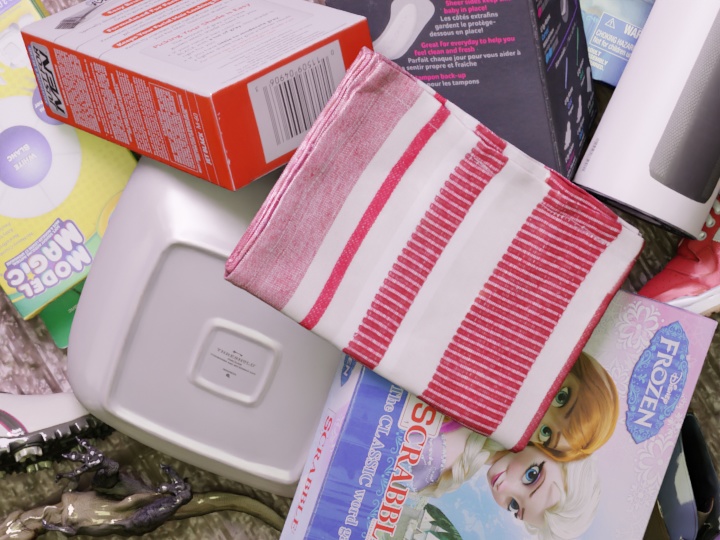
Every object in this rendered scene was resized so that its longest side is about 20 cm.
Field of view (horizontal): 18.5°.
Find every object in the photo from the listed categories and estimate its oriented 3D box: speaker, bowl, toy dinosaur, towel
[{"bbox_3d":[0.198,-0.124,1.269,0.081,0.081,0.200,25,91,1],"label":"speaker"},{"bbox_3d":[-0.066,0.038,1.283,0.200,0.075,0.200,23,117,-5],"label":"bowl"},{"bbox_3d":[-0.136,0.141,1.346,0.200,0.088,0.048,-1,59,1],"label":"toy dinosaur"},{"bbox_3d":[0.044,-0.008,1.181,0.200,0.023,0.144,32,88,-19],"label":"towel"}]

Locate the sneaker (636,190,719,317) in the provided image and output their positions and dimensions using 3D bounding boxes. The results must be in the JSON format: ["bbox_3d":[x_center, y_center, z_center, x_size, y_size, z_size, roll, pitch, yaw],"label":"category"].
[{"bbox_3d":[0.226,-0.049,1.317,0.200,0.071,0.113,-32,95,-4],"label":"sneaker"}]

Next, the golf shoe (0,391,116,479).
[{"bbox_3d":[-0.249,0.089,1.349,0.200,0.077,0.088,-10,75,-4],"label":"golf shoe"}]

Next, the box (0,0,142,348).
[{"bbox_3d":[-0.197,-0.061,1.352,0.117,0.048,0.200,-34,92,4],"label":"box"}]

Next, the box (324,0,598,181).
[{"bbox_3d":[0.055,-0.148,1.254,0.122,0.106,0.200,-1,121,19],"label":"box"}]

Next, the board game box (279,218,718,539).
[{"bbox_3d":[0.079,0.091,1.241,0.199,0.041,0.200,17,94,-20],"label":"board game box"}]

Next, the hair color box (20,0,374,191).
[{"bbox_3d":[-0.091,-0.114,1.248,0.111,0.200,0.064,-29,123,-28],"label":"hair color box"}]

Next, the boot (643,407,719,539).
[{"bbox_3d":[0.175,0.176,1.314,0.097,0.075,0.200,-18,89,31],"label":"boot"}]

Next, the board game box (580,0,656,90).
[{"bbox_3d":[0.126,-0.230,1.327,0.200,0.043,0.199,24,93,1],"label":"board game box"}]

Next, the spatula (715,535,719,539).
[{"bbox_3d":[0.192,0.109,1.352,0.056,0.021,0.200,-20,91,8],"label":"spatula"}]
